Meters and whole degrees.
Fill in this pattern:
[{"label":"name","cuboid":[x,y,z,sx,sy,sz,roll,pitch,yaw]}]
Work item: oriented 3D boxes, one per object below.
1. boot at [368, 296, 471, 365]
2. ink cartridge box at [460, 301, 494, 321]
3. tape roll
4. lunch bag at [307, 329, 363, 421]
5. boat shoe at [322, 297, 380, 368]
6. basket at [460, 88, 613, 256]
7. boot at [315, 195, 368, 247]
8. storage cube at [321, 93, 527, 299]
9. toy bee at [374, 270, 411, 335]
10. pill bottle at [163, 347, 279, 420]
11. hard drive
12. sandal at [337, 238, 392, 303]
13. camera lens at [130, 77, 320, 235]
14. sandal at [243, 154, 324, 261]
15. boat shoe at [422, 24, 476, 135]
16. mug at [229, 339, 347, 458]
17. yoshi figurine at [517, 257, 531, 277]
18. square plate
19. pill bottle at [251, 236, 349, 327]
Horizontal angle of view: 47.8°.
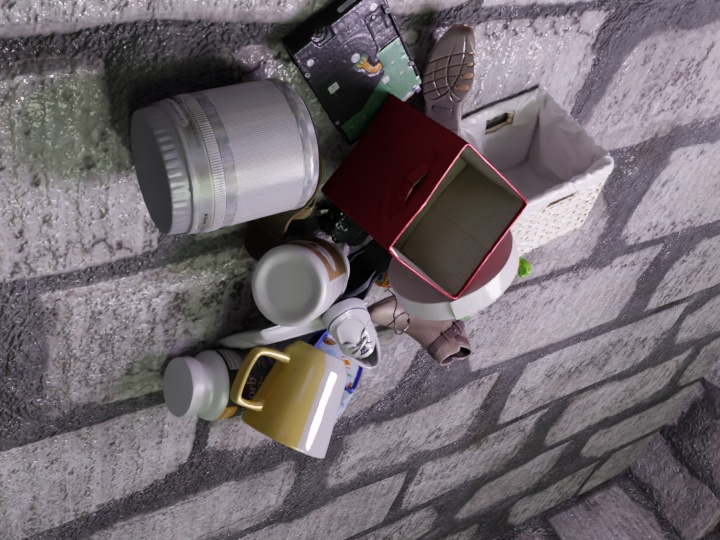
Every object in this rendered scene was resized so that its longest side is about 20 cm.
[{"label":"boot","cuboid":[0.122,0.119,1.566,0.197,0.147,0.071,-8,140,-36]},{"label":"ink cartridge box","cuboid":[0.167,0.020,1.404,0.115,0.069,0.200,17,161,-8]},{"label":"tape roll","cuboid":[0.137,-0.010,1.215,0.201,0.203,0.037,-32,125,-6]},{"label":"lunch bag","cuboid":[-0.072,0.202,1.495,0.171,0.123,0.200,-56,-179,26]},{"label":"boat shoe","cuboid":[-0.002,0.103,1.273,0.073,0.066,0.200,-33,155,3]},{"label":"basket","cuboid":[0.263,-0.151,1.318,0.195,0.201,0.162,-24,147,-17]},{"label":"boot","cuboid":[0.035,-0.108,1.277,0.196,0.074,0.163,8,129,-47]},{"label":"storage cube","cuboid":[0.087,-0.100,1.120,0.172,0.180,0.199,-52,137,5]},{"label":"toy bee","cuboid":[0.051,-0.012,1.400,0.131,0.108,0.203,38,77,-52]},{"label":"pill bottle","cuboid":[-0.221,0.190,1.363,0.198,0.117,0.117,2,132,-44]},{"label":"hard drive","cuboid":[-0.004,-0.270,1.071,0.139,0.038,0.200,-38,146,2]},{"label":"sandal","cuboid":[0.000,-0.001,1.344,0.200,0.076,0.043,-46,171,38]},{"label":"camera lens","cuboid":[-0.158,-0.138,0.978,0.197,0.161,0.162,-17,143,-27]},{"label":"sandal","cuboid":[-0.099,-0.105,1.177,0.069,0.078,0.213,-32,162,-53]},{"label":"boat shoe","cuboid":[0.126,-0.272,1.164,0.074,0.073,0.201,15,144,3]},{"label":"mug","cuboid":[-0.099,0.195,1.292,0.155,0.147,0.187,-65,160,-6]},{"label":"yoshi figurine","cuboid":[0.254,-0.009,1.525,0.112,0.112,0.200,-47,174,8]},{"label":"square plate","cuboid":[-0.112,0.093,1.326,0.197,0.029,0.197,-13,177,-31]},{"label":"pill bottle","cuboid":[-0.079,0.010,1.218,0.114,0.114,0.200,-45,177,14]}]
